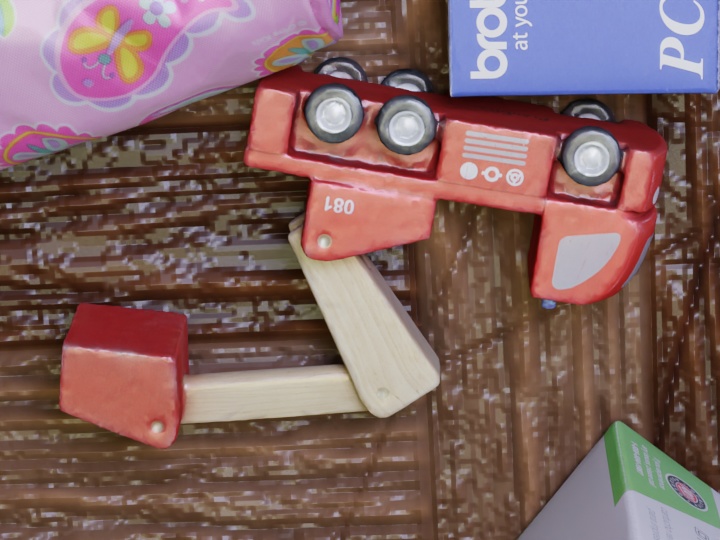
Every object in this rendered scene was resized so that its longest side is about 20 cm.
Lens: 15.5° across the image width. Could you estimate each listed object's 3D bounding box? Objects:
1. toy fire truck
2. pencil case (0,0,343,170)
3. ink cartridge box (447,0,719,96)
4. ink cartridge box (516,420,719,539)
[{"bbox_3d":[0.000,0.000,0.942,0.199,0.049,0.142,9,108,-1],"label":"toy fire truck"},{"bbox_3d":[-0.102,-0.086,0.905,0.199,0.087,0.088,-21,105,8],"label":"pencil case"},{"bbox_3d":[0.075,-0.160,0.890,0.094,0.044,0.201,-1,106,3],"label":"ink cartridge box"},{"bbox_3d":[0.147,0.162,0.934,0.200,0.146,0.084,36,104,-8],"label":"ink cartridge box"}]
